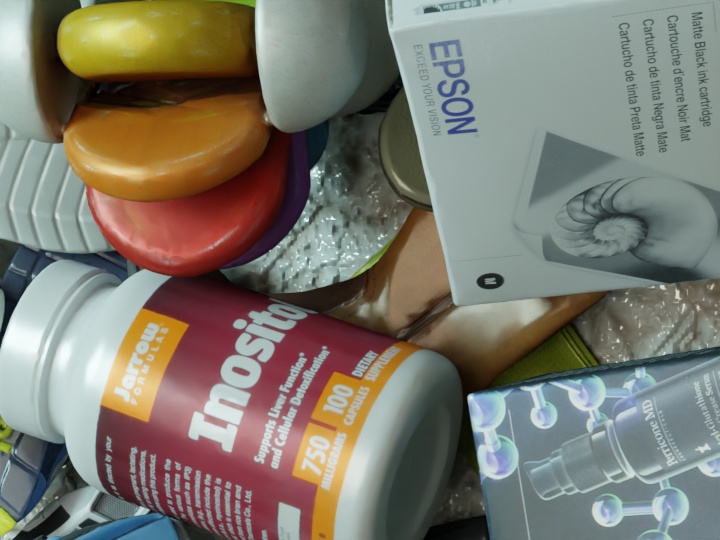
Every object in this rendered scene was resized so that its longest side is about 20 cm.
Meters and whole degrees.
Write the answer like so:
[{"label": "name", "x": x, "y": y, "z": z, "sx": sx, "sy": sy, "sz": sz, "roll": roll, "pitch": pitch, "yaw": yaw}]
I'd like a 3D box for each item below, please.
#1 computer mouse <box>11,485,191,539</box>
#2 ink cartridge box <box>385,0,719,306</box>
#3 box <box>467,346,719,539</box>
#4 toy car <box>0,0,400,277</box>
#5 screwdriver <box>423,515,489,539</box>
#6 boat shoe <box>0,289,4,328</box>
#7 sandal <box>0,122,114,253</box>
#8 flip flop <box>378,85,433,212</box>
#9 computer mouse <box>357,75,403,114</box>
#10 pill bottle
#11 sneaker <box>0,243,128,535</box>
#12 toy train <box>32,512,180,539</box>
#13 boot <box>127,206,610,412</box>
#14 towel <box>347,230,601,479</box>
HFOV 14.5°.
[{"label": "computer mouse", "x": -0.126, "y": 0.134, "z": 1.447, "sx": 0.200, "sy": 0.044, "sz": 0.110, "roll": -34, "pitch": 113, "yaw": 28}, {"label": "ink cartridge box", "x": 0.123, "y": -0.065, "z": 1.210, "sx": 0.199, "sy": 0.200, "sz": 0.041, "roll": -9, "pitch": 52, "yaw": 6}, {"label": "box", "x": 0.165, "y": 0.108, "z": 1.256, "sx": 0.199, "sy": 0.107, "sz": 0.149, "roll": -11, "pitch": 88, "yaw": 20}, {"label": "toy car", "x": -0.073, "y": -0.073, "z": 1.297, "sx": 0.174, "sy": 0.200, "sz": 0.151, "roll": -2, "pitch": 97, "yaw": 14}, {"label": "screwdriver", "x": -0.014, "y": 0.154, "z": 1.412, "sx": 0.200, "sy": 0.028, "sz": 0.029, "roll": -16, "pitch": 114, "yaw": 29}, {"label": "boat shoe", "x": -0.223, "y": 0.011, "z": 1.425, "sx": 0.062, "sy": 0.200, "sz": 0.073, "roll": 28, "pitch": 113, "yaw": -23}, {"label": "sandal", "x": -0.185, "y": -0.056, "z": 1.408, "sx": 0.202, "sy": 0.050, "sz": 0.083, "roll": 2, "pitch": 107, "yaw": -15}, {"label": "flip flop", "x": 0.100, "y": -0.090, "z": 1.289, "sx": 0.199, "sy": 0.058, "sz": 0.081, "roll": -19, "pitch": 73, "yaw": 7}, {"label": "computer mouse", "x": -0.027, "y": -0.178, "z": 1.386, "sx": 0.138, "sy": 0.053, "sz": 0.201, "roll": 5, "pitch": 95, "yaw": 28}, {"label": "pill bottle", "x": -0.063, "y": 0.064, "z": 1.307, "sx": 0.199, "sy": 0.113, "sz": 0.113, "roll": 17, "pitch": 100, "yaw": 19}, {"label": "sneaker", "x": -0.160, "y": 0.045, "z": 1.453, "sx": 0.074, "sy": 0.082, "sz": 0.200, "roll": 31, "pitch": 84, "yaw": 5}, {"label": "toy train", "x": -0.121, "y": 0.178, "z": 1.351, "sx": 0.115, "sy": 0.086, "sz": 0.200, "roll": 68, "pitch": 161, "yaw": 0}, {"label": "boot", "x": 0.000, "y": 0.000, "z": 1.358, "sx": 0.188, "sy": 0.068, "sz": 0.200, "roll": 50, "pitch": 116, "yaw": 18}, {"label": "towel", "x": 0.074, "y": 0.060, "z": 1.364, "sx": 0.086, "sy": 0.018, "sz": 0.200, "roll": -42, "pitch": 74, "yaw": 22}]
